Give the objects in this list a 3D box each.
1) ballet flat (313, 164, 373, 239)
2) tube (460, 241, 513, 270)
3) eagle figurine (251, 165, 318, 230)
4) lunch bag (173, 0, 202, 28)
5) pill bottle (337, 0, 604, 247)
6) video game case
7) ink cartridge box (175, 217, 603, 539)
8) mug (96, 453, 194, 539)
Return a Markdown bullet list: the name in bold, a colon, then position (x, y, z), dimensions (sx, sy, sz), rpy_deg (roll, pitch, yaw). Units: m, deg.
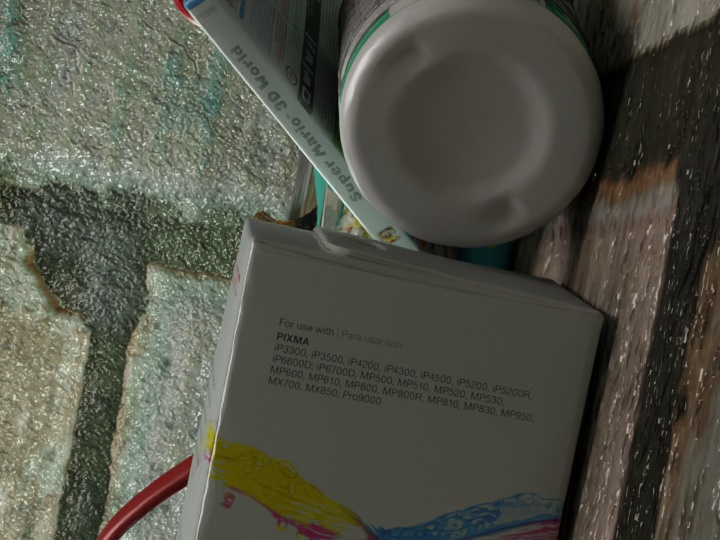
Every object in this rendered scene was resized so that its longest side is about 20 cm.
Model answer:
- **ballet flat**: position (0.006, -0.019, 1.155), dimensions (0.201, 0.063, 0.076), rpy_deg (-91, 7, -49)
- **tube**: position (0.049, 0.022, 1.145), dimensions (0.077, 0.050, 0.202), rpy_deg (-166, 93, -71)
- **eagle figurine**: position (0.012, -0.080, 1.451), dimensions (0.200, 0.151, 0.152), rpy_deg (-45, 53, 4)
- **lunch bag**: position (0.000, -0.206, 1.282), dimensions (0.082, 0.198, 0.177), rpy_deg (119, 164, -69)
- **pill bottle**: position (0.045, -0.096, 1.027), dimensions (0.200, 0.112, 0.114), rpy_deg (-93, 15, -67)
- **video game case**: position (-0.013, -0.090, 1.088), dimensions (0.018, 0.200, 0.144), rpy_deg (-29, 28, 20)
- **ink cartridge box**: position (0.002, 0.090, 0.925), dimensions (0.145, 0.143, 0.202), rpy_deg (-123, 44, -83)
- **mug**: position (-0.072, 0.188, 1.466), dimensions (0.133, 0.176, 0.201), rpy_deg (39, 117, 50)
